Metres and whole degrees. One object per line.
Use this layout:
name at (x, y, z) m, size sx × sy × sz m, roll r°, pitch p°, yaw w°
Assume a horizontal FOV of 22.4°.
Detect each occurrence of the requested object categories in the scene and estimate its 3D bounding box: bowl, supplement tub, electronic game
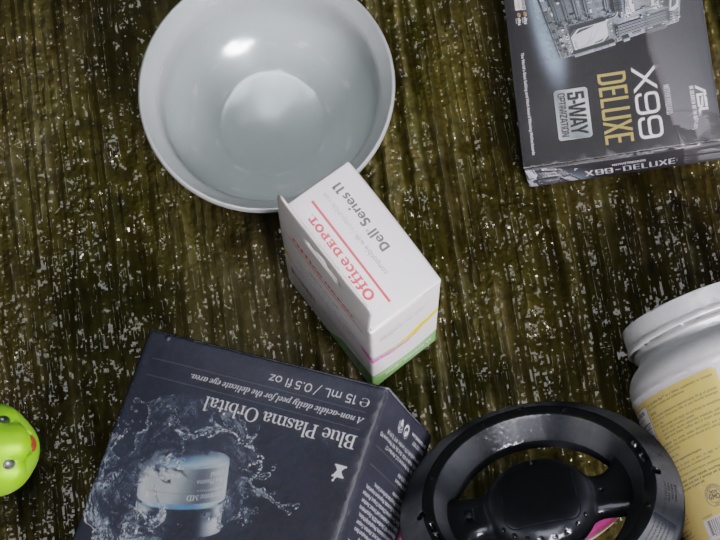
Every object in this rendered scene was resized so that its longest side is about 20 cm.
bowl at (-0.072, -0.128, 1.428) m, size 0.200 × 0.090 × 0.202 m, roll 0°, pitch 73°, yaw 0°
supplement tub at (0.282, 0.118, 1.319) m, size 0.145 × 0.145 × 0.201 m, roll -17°, pitch 73°, yaw -4°
electronic game at (0.126, 0.167, 1.268) m, size 0.199 × 0.042 × 0.200 m, roll -8°, pitch 41°, yaw 7°

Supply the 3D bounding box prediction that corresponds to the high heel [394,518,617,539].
high heel at (0.086, 0.182, 1.340) m, size 0.199 × 0.067 × 0.097 m, roll -20°, pitch 84°, yaw -2°

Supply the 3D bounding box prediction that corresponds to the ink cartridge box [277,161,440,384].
ink cartridge box at (0.000, 0.000, 1.330) m, size 0.067 × 0.200 × 0.117 m, roll -36°, pitch 76°, yaw -10°

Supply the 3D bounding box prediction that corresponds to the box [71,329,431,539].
box at (-0.080, 0.169, 1.299) m, size 0.196 × 0.117 × 0.201 m, roll 12°, pitch 73°, yaw 22°

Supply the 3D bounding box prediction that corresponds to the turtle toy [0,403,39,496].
turtle toy at (-0.334, 0.147, 1.341) m, size 0.199 × 0.101 × 0.146 m, roll -10°, pitch 73°, yaw -2°

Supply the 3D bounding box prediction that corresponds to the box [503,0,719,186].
box at (0.198, -0.176, 1.447) m, size 0.157 × 0.050 × 0.201 m, roll -7°, pitch 73°, yaw 10°
